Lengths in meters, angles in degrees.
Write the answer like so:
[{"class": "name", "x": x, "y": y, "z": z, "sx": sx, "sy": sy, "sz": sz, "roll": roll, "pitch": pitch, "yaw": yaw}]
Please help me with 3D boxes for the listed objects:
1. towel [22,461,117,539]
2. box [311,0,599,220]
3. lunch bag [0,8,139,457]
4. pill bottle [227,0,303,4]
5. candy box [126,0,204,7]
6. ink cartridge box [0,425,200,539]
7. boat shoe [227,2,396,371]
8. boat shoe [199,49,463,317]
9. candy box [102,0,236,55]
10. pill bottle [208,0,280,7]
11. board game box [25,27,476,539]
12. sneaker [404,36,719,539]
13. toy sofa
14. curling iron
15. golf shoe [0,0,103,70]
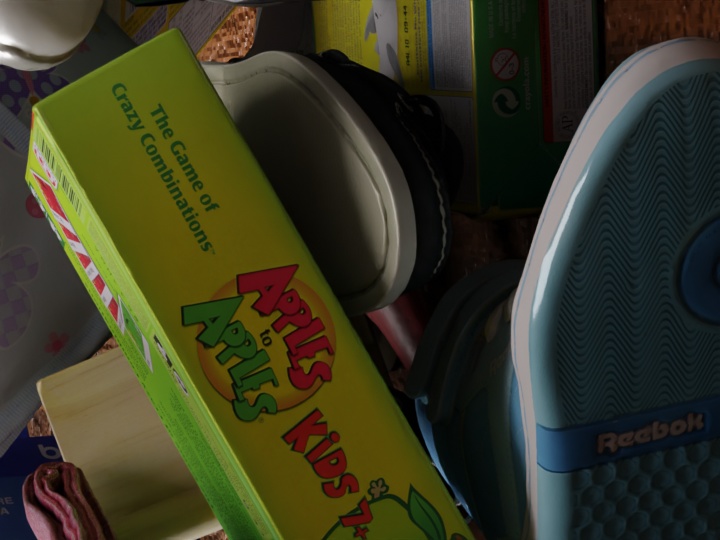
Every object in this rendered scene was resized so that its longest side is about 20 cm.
[{"class": "towel", "x": -0.074, "y": 0.167, "z": 0.742, "sx": 0.144, "sy": 0.023, "sz": 0.202, "roll": -145, "pitch": 50, "yaw": -75}, {"class": "box", "x": 0.023, "y": -0.081, "z": 0.878, "sx": 0.200, "sy": 0.048, "sz": 0.118, "roll": -165, "pitch": 72, "yaw": -70}, {"class": "lunch bag", "x": -0.153, "y": -0.029, "z": 0.909, "sx": 0.127, "sy": 0.170, "sz": 0.200, "roll": -39, "pitch": 7, "yaw": 37}, {"class": "pill bottle", "x": 0.003, "y": -0.128, "z": 0.670, "sx": 0.116, "sy": 0.199, "sz": 0.117, "roll": 177, "pitch": 90, "yaw": -73}, {"class": "candy box", "x": -0.098, "y": -0.210, "z": 0.908, "sx": 0.077, "sy": 0.200, "sz": 0.170, "roll": 1, "pitch": 70, "yaw": 43}, {"class": "ink cartridge box", "x": -0.122, "y": 0.129, "z": 0.924, "sx": 0.200, "sy": 0.136, "sz": 0.077, "roll": -121, "pitch": 37, "yaw": -47}, {"class": "boat shoe", "x": -0.027, "y": -0.058, "z": 1.005, "sx": 0.075, "sy": 0.068, "sz": 0.202, "roll": 167, "pitch": 99, "yaw": -73}, {"class": "boat shoe", "x": -0.003, "y": -0.031, "z": 0.788, "sx": 0.199, "sy": 0.066, "sz": 0.075, "roll": -166, "pitch": 72, "yaw": -69}, {"class": "candy box", "x": -0.082, "y": -0.125, "z": 1.081, "sx": 0.200, "sy": 0.026, "sz": 0.103, "roll": -60, "pitch": -17, "yaw": -57}, {"class": "pill bottle", "x": -0.019, "y": -0.189, "z": 0.797, "sx": 0.201, "sy": 0.112, "sz": 0.113, "roll": -61, "pitch": 33, "yaw": 30}, {"class": "board game box", "x": -0.025, "y": 0.040, "z": 0.732, "sx": 0.201, "sy": 0.047, "sz": 0.102, "roll": 60, "pitch": 169, "yaw": 4}, {"class": "sneaker", "x": 0.058, "y": 0.010, "z": 0.727, "sx": 0.131, "sy": 0.079, "sz": 0.201, "roll": -122, "pitch": 34, "yaw": -55}, {"class": "toy sofa", "x": -0.035, "y": 0.063, "z": 0.888, "sx": 0.200, "sy": 0.082, "sz": 0.098, "roll": -10, "pitch": -101, "yaw": -82}, {"class": "curling iron", "x": 0.000, "y": 0.000, "z": 0.855, "sx": 0.026, "sy": 0.049, "sz": 0.201, "roll": -50, "pitch": 42, "yaw": 32}, {"class": "golf shoe", "x": -0.076, "y": -0.151, "z": 0.733, "sx": 0.097, "sy": 0.078, "sz": 0.201, "roll": 12, "pitch": 108, "yaw": 31}]
